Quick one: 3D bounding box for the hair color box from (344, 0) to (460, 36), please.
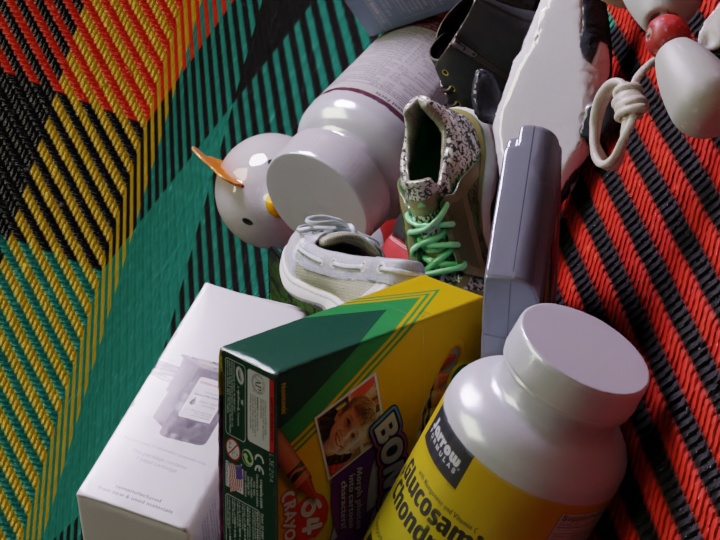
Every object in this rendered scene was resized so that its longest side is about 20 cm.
[{"bbox_3d":[0.085,-0.255,1.699,0.200,0.061,0.099,-16,43,25],"label":"hair color box"}]

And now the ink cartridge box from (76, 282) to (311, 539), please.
[{"bbox_3d":[-0.105,0.130,1.532,0.145,0.083,0.200,89,-158,-47],"label":"ink cartridge box"}]

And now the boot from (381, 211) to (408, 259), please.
[{"bbox_3d":[0.017,0.009,1.661,0.144,0.072,0.200,-66,18,-7],"label":"boot"}]

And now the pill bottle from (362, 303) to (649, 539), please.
[{"bbox_3d":[0.083,0.121,1.296,0.112,0.112,0.200,-93,27,-58],"label":"pill bottle"}]

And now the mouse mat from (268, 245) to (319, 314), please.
[{"bbox_3d":[-0.030,0.088,1.625,0.200,0.008,0.161,-134,39,-59],"label":"mouse mat"}]

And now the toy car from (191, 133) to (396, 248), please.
[{"bbox_3d":[-0.046,-0.051,1.846,0.177,0.200,0.185,-121,52,-72],"label":"toy car"}]

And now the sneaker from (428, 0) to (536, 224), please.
[{"bbox_3d":[0.082,-0.111,1.636,0.075,0.106,0.200,-92,26,-56],"label":"sneaker"}]

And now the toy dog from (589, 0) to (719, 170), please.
[{"bbox_3d":[0.199,-0.154,1.341,0.132,0.096,0.200,140,132,-59],"label":"toy dog"}]

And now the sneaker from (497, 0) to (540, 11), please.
[{"bbox_3d":[0.095,-0.203,1.797,0.200,0.074,0.087,-50,19,52],"label":"sneaker"}]

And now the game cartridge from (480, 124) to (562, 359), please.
[{"bbox_3d":[0.098,0.023,1.389,0.200,0.041,0.133,85,-162,-56],"label":"game cartridge"}]

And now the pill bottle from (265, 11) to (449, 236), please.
[{"bbox_3d":[0.022,-0.107,1.708,0.200,0.110,0.110,-48,-2,-36],"label":"pill bottle"}]

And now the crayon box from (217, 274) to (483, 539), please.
[{"bbox_3d":[-0.003,0.122,1.379,0.058,0.172,0.200,22,120,43],"label":"crayon box"}]

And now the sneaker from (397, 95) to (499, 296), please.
[{"bbox_3d":[0.049,-0.028,1.516,0.077,0.089,0.200,-16,65,25],"label":"sneaker"}]

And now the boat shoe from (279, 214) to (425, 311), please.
[{"bbox_3d":[-0.001,0.000,1.510,0.202,0.074,0.065,-133,57,-70],"label":"boat shoe"}]

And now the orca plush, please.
[{"bbox_3d":[0.133,-0.135,1.546,0.071,0.105,0.200,14,-112,-67],"label":"orca plush"}]
